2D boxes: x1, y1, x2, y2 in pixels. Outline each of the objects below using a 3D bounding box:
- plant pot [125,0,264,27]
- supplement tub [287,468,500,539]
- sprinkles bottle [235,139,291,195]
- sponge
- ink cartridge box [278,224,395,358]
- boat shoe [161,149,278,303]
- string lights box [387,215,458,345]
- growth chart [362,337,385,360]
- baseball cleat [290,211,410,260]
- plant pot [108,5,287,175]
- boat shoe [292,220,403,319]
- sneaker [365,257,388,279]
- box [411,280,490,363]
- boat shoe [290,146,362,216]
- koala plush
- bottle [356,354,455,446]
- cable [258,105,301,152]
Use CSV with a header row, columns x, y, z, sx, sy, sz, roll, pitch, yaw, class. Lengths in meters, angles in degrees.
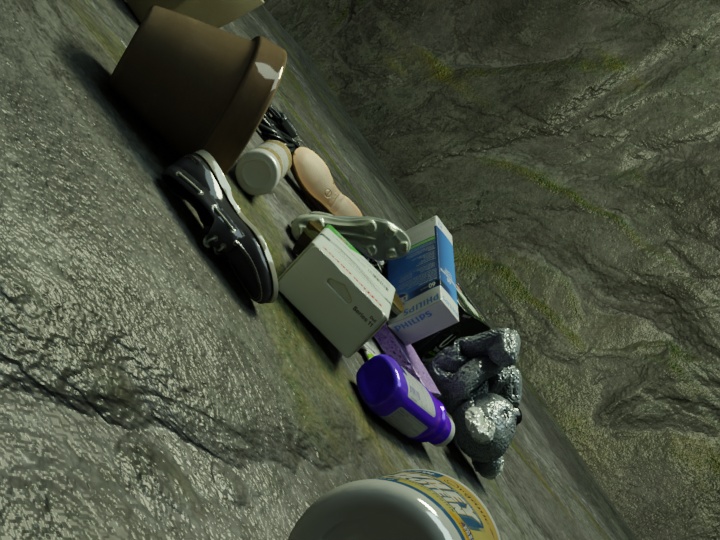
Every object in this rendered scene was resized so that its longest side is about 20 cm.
x,y,z,sx,sy,sz,roll,pitch,yaw,class
-0.311,-0.503,1.581,0.201,0.176,0.200,54,10,8,plant pot
0.034,0.232,0.724,0.146,0.144,0.200,55,10,17,supplement tub
-0.151,-0.167,1.488,0.069,0.068,0.200,51,10,-9,sprinkles bottle
0.057,0.120,1.495,0.202,0.030,0.111,58,9,17,sponge
-0.031,0.024,1.303,0.147,0.083,0.200,45,10,-3,ink cartridge box
-0.165,-0.043,1.077,0.062,0.073,0.202,-24,80,-36,boat shoe
0.099,0.014,1.514,0.059,0.102,0.202,47,29,-34,string lights box
0.024,0.125,1.450,0.200,0.018,0.145,49,11,-28,growth chart
-0.017,-0.067,1.530,0.196,0.071,0.107,12,14,-9,baseball cleat
-0.212,-0.236,1.164,0.173,0.201,0.201,31,17,-19,plant pot
-0.019,0.009,1.439,0.200,0.065,0.073,43,13,-1,boat shoe
0.000,0.000,1.562,0.079,0.089,0.200,55,12,17,sneaker
0.125,0.088,1.672,0.125,0.148,0.200,54,10,22,box
-0.079,-0.149,1.817,0.201,0.070,0.070,54,-29,-16,boat shoe
0.196,0.232,1.547,0.179,0.180,0.203,75,5,-51,koala plush
0.069,0.189,1.290,0.200,0.065,0.084,43,14,-48,bottle
-0.192,-0.309,1.895,0.201,0.050,0.163,55,14,-7,cable
